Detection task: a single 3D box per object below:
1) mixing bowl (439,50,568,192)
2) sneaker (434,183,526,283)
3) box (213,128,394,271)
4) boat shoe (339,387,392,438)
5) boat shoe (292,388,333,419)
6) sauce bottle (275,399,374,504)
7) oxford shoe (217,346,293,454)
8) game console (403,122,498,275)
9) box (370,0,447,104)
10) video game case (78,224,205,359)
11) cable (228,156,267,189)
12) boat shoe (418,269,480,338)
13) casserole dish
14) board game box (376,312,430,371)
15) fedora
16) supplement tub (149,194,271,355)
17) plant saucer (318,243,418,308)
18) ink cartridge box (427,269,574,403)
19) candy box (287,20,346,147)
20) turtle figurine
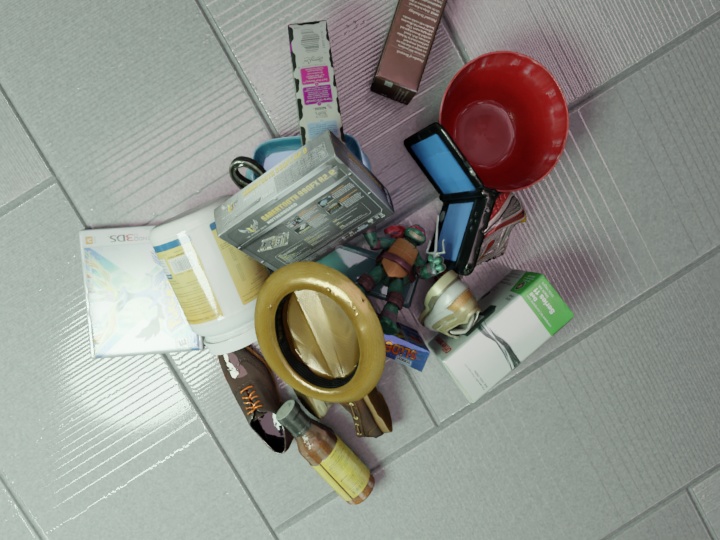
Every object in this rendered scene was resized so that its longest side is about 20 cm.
[{"bbox_3d":[0.206,-0.220,0.930,0.195,0.108,0.206,0,93,-5],"label":"mixing bowl"},{"bbox_3d":[0.192,-0.035,0.963,0.082,0.078,0.201,36,96,-16],"label":"sneaker"},{"bbox_3d":[-0.074,-0.080,0.820,0.198,0.158,0.049,-31,54,19],"label":"box"},{"bbox_3d":[-0.007,0.194,0.939,0.069,0.071,0.203,-12,124,12],"label":"boat shoe"},{"bbox_3d":[-0.081,0.146,0.928,0.065,0.071,0.203,-41,133,-23],"label":"boat shoe"},{"bbox_3d":[-0.056,0.287,0.960,0.066,0.066,0.201,-37,109,-1],"label":"sauce bottle"},{"bbox_3d":[-0.164,0.198,0.958,0.070,0.073,0.202,-33,96,0],"label":"oxford shoe"},{"bbox_3d":[0.109,-0.099,0.885,0.114,0.200,0.180,17,92,-10],"label":"game console"},{"bbox_3d":[0.080,-0.368,0.915,0.073,0.100,0.204,20,94,-5],"label":"box"},{"bbox_3d":[-0.345,0.032,0.957,0.177,0.022,0.206,-4,95,-4],"label":"video game case"},{"bbox_3d":[-0.111,-0.089,0.897,0.095,0.051,0.201,-19,130,25],"label":"cable"},{"bbox_3d":[0.133,0.066,0.889,0.075,0.200,0.068,-42,74,-6],"label":"boat shoe"},{"bbox_3d":[-0.081,-0.149,0.953,0.195,0.039,0.124,-7,95,-4],"label":"casserole dish"},{"bbox_3d":[0.004,0.084,0.929,0.196,0.135,0.035,24,96,-5],"label":"board game box"},{"bbox_3d":[-0.045,0.074,0.801,0.196,0.082,0.205,8,114,19],"label":"fedora"},{"bbox_3d":[-0.210,0.006,0.897,0.142,0.145,0.204,-22,104,-2],"label":"supplement tub"},{"bbox_3d":[0.000,0.000,0.982,0.196,0.019,0.072,18,93,-6],"label":"plant saucer"},{"bbox_3d":[0.210,0.096,0.940,0.199,0.147,0.084,-41,94,-1],"label":"ink cartridge box"},{"bbox_3d":[-0.061,-0.227,0.865,0.059,0.137,0.205,-8,70,-3],"label":"candy box"},{"bbox_3d":[0.055,-0.014,0.879,0.147,0.101,0.202,22,66,21],"label":"turtle figurine"}]
